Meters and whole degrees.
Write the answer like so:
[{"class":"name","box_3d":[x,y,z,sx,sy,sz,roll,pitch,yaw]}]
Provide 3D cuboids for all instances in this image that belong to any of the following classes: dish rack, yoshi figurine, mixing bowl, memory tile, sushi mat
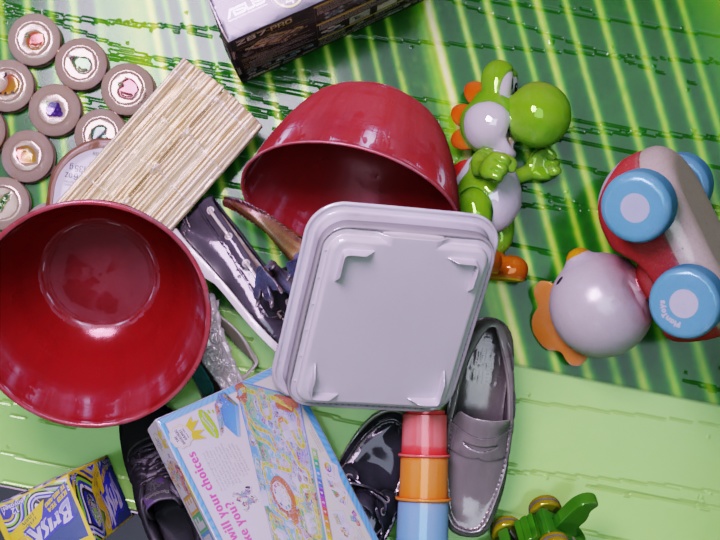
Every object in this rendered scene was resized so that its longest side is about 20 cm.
[{"class":"dish rack","box_3d":[0.023,0.042,1.255,0.171,0.044,0.201,5,121,-16]},{"class":"yoshi figurine","box_3d":[0.140,-0.092,1.359,0.111,0.112,0.201,9,84,-16]},{"class":"mixing bowl","box_3d":[-0.228,0.020,1.278,0.199,0.108,0.201,-2,111,-5]},{"class":"mixing bowl","box_3d":[0.004,-0.096,1.324,0.199,0.200,0.109,16,62,0]},{"class":"memory tile","box_3d":[-0.297,-0.128,1.392,0.153,0.017,0.201,29,87,1]},{"class":"sushi mat","box_3d":[-0.187,-0.089,1.348,0.096,0.012,0.200,42,85,-7]}]

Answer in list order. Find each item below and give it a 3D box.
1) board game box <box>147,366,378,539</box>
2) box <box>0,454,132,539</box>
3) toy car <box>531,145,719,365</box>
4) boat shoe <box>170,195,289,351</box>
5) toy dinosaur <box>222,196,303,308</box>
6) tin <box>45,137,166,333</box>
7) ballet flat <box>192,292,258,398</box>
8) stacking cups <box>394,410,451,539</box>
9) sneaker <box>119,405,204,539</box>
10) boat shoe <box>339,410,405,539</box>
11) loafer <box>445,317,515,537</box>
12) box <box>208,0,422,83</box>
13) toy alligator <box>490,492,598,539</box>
[{"class":"board game box","box_3d":[-0.078,0.194,1.282,0.134,0.034,0.201,-22,79,-28]},{"class":"box","box_3d":[-0.251,0.207,1.281,0.070,0.200,0.065,-23,88,-1]},{"class":"toy car","box_3d":[0.229,0.003,1.342,0.199,0.184,0.178,-28,87,26]},{"class":"boat shoe","box_3d":[-0.090,0.017,1.362,0.060,0.074,0.200,-45,80,2]},{"class":"toy dinosaur","box_3d":[0.000,0.000,1.335,0.105,0.181,0.201,-36,70,39]},{"class":"tin","box_3d":[-0.239,-0.022,1.367,0.111,0.042,0.201,7,90,-4]},{"class":"ballet flat","box_3d":[-0.113,0.108,1.360,0.072,0.072,0.201,-27,88,-2]},{"class":"stacking cups","box_3d":[0.056,0.225,1.336,0.060,0.061,0.201,2,83,-1]},{"class":"sneaker","box_3d":[-0.167,0.191,1.315,0.075,0.088,0.201,-25,64,-2]},{"class":"boat shoe","box_3d":[-0.004,0.220,1.352,0.074,0.066,0.200,31,87,2]},{"class":"loafer","box_3d":[0.105,0.142,1.355,0.070,0.070,0.201,4,86,1]},{"class":"box","box_3d":[-0.031,-0.242,1.331,0.199,0.161,0.049,-24,87,-2]},{"class":"toy alligator","box_3d":[0.138,0.265,1.362,0.200,0.059,0.054,-32,122,14]}]
